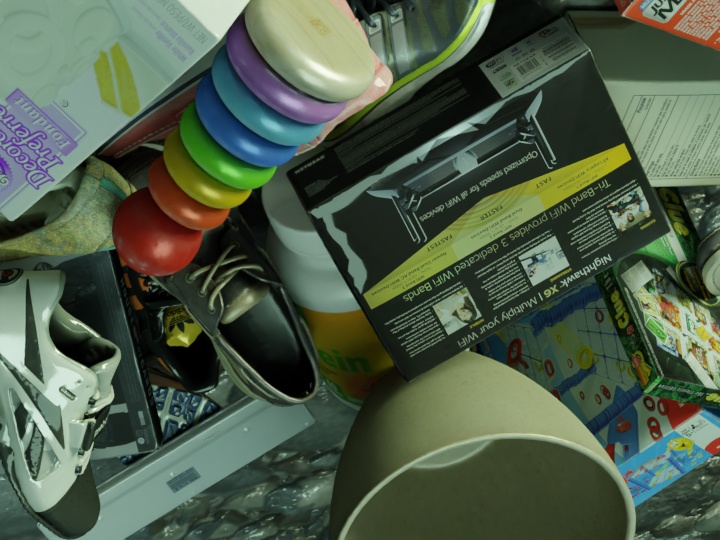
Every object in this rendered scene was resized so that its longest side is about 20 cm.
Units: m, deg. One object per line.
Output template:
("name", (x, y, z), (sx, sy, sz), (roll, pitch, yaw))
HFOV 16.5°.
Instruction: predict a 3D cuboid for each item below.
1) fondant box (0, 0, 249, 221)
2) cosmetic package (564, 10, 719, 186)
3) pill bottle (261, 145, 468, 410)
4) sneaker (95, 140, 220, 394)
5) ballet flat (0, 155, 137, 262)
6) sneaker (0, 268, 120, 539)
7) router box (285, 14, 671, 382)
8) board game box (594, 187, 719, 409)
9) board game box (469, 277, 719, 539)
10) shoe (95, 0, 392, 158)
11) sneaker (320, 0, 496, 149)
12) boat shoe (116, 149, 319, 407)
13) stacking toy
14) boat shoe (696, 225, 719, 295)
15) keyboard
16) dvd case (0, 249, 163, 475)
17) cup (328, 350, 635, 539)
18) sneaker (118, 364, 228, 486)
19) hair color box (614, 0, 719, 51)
("fondant box", (-0.180, -0.138, 1.394), (0.144, 0.058, 0.200), (44, 127, -13))
("cosmetic package", (0.221, -0.114, 1.648), (0.199, 0.071, 0.105), (-1, 139, -21))
("pill bottle", (0.000, 0.000, 1.663), (0.111, 0.111, 0.200), (-21, 141, 3))
("sneaker", (-0.124, 0.001, 1.630), (0.070, 0.090, 0.200), (-17, 141, -1))
("ballet flat", (-0.231, -0.035, 1.536), (0.199, 0.071, 0.071), (-9, 147, 25))
("sneaker", (-0.186, 0.085, 1.558), (0.088, 0.074, 0.200), (-13, 124, 8))
("router box", (0.076, -0.043, 1.550), (0.200, 0.052, 0.157), (-29, 127, 0))
("board game box", (0.203, 0.009, 1.684), (0.105, 0.200, 0.023), (11, 133, -31))
("board game box", (0.144, 0.082, 1.748), (0.196, 0.200, 0.056), (-37, 139, 21))
("shoe", (-0.076, -0.099, 1.503), (0.200, 0.071, 0.091), (-31, 101, 28))
("sneaker", (0.012, -0.150, 1.525), (0.081, 0.074, 0.200), (20, 126, -33))
("boat shoe", (-0.082, 0.005, 1.572), (0.074, 0.073, 0.200), (-43, 116, -12))
("stacking toy", (-0.081, -0.073, 1.442), (0.085, 0.086, 0.200), (18, 129, -37))
("boat shoe", (0.269, -0.032, 1.710), (0.073, 0.063, 0.200), (-42, 166, 27))
("keyboard", (-0.126, 0.139, 1.712), (0.200, 0.011, 0.056), (-31, 138, 2))
("dvd case", (-0.242, 0.062, 1.618), (0.199, 0.025, 0.151), (-9, 110, 8))
("cup", (0.065, 0.136, 1.633), (0.200, 0.143, 0.201), (-8, 130, -9))
("sneaker", (-0.168, 0.077, 1.710), (0.200, 0.085, 0.077), (30, 111, -32))
("hair color box", (0.235, -0.187, 1.536), (0.200, 0.111, 0.064), (16, 130, -35))
